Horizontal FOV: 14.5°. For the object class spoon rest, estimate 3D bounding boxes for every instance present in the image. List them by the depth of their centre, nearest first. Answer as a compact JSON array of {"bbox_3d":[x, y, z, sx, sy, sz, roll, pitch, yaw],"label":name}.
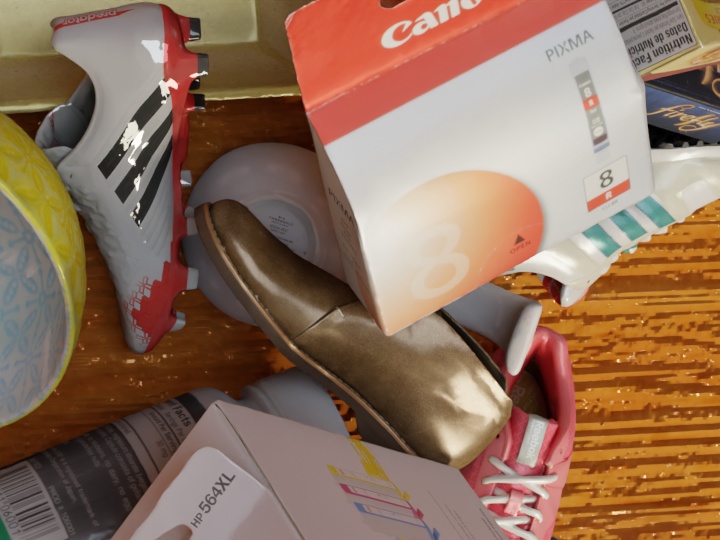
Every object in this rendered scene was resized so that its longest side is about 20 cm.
[{"bbox_3d":[0.000,0.000,1.505,0.199,0.061,0.100,22,99,7],"label":"spoon rest"}]

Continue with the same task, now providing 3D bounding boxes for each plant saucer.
[{"bbox_3d":[-0.124,-0.186,1.476,0.199,0.048,0.201,-5,95,-17],"label":"plant saucer"}]

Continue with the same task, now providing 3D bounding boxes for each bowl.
[{"bbox_3d":[-0.218,-0.027,1.411,0.200,0.200,0.108,42,38,-15],"label":"bowl"}]

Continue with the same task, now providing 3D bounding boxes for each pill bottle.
[{"bbox_3d":[-0.103,0.129,1.463,0.199,0.113,0.113,-21,98,-15],"label":"pill bottle"}]

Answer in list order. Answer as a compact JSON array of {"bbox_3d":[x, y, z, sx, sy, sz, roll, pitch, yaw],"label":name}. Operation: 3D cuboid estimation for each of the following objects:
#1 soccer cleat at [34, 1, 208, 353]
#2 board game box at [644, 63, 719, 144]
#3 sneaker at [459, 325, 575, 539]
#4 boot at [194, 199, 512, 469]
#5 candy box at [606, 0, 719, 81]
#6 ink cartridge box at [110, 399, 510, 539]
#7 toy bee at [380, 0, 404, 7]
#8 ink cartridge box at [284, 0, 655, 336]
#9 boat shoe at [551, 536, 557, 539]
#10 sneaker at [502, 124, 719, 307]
[{"bbox_3d":[-0.125,-0.046,1.448,0.085,0.069,0.201,0,124,-10],"label":"soccer cleat"},{"bbox_3d":[0.119,-0.151,1.456,0.200,0.035,0.136,13,60,-44],"label":"board game box"},{"bbox_3d":[0.073,0.114,1.490,0.073,0.087,0.201,15,55,-8],"label":"sneaker"},{"bbox_3d":[-0.002,0.024,1.445,0.075,0.074,0.200,-40,110,17],"label":"boot"},{"bbox_3d":[0.147,-0.201,1.442,0.115,0.055,0.201,-15,82,-51],"label":"candy box"},{"bbox_3d":[-0.027,0.162,1.364,0.200,0.125,0.129,18,116,-43],"label":"ink cartridge box"},{"bbox_3d":[0.010,-0.150,1.464,0.131,0.109,0.200,34,51,-4],"label":"toy bee"},{"bbox_3d":[0.058,-0.076,1.342,0.162,0.050,0.200,-28,144,-11],"label":"ink cartridge box"},{"bbox_3d":[0.039,0.210,1.522,0.202,0.075,0.075,-32,101,-14],"label":"boat shoe"},{"bbox_3d":[0.131,-0.032,1.561,0.199,0.070,0.094,-8,112,-18],"label":"sneaker"}]
